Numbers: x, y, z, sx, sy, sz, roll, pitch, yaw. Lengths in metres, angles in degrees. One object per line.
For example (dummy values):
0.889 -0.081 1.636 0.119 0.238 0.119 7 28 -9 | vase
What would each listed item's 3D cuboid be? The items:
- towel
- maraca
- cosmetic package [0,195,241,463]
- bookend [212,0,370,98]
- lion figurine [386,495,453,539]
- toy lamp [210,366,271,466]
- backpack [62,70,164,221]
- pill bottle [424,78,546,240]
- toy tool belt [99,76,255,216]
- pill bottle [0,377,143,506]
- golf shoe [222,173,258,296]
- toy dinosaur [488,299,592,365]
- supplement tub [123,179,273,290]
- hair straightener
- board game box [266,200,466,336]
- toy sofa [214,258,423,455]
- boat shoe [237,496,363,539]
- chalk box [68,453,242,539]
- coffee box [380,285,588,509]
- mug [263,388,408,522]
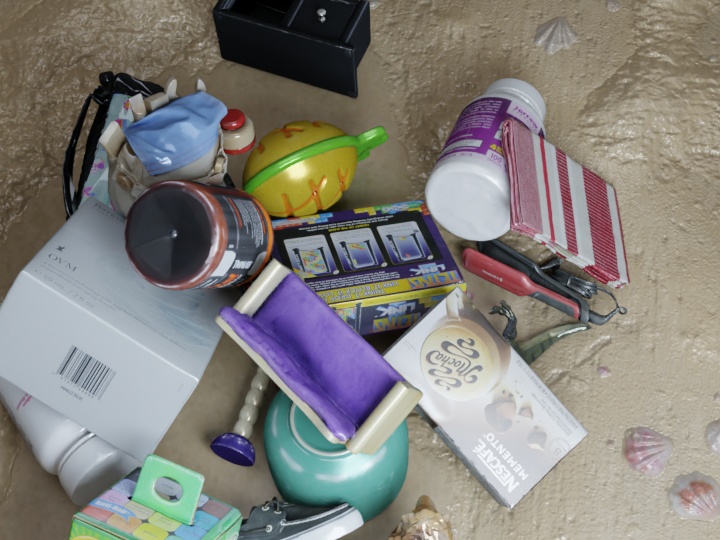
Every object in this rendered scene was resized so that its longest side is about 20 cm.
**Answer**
0.232 -0.073 1.327 0.023 0.199 0.145 -28 49 38 | towel
-0.053 -0.124 1.372 0.199 0.137 0.108 -22 85 -36 | maraca
-0.251 0.054 1.208 0.198 0.123 0.200 33 23 -8 | cosmetic package
-0.061 -0.354 1.545 0.198 0.092 0.200 19 62 13 | bookend
-0.003 0.291 1.139 0.198 0.123 0.073 -20 60 -8 | lion figurine
-0.106 0.114 1.291 0.058 0.058 0.201 16 62 13 | toy lamp
-0.274 -0.109 1.380 0.125 0.167 0.202 9 66 3 | backpack
0.156 -0.138 1.380 0.111 0.113 0.201 16 47 13 | pill bottle
-0.193 -0.146 1.264 0.124 0.124 0.200 28 52 31 | toy tool belt
-0.312 0.144 1.251 0.113 0.114 0.200 -33 63 -16 | pill bottle
-0.163 -0.030 1.370 0.087 0.077 0.202 -17 59 2 | golf shoe
0.156 0.089 1.295 0.199 0.048 0.088 -37 81 -19 | toy dinosaur
-0.153 -0.035 1.197 0.106 0.200 0.108 0 91 16 | supplement tub
0.217 0.004 1.334 0.199 0.041 0.077 24 48 28 | hair straightener
0.000 0.000 1.308 0.198 0.057 0.166 -8 40 -11 | board game box
-0.041 0.081 1.134 0.200 0.098 0.083 43 94 26 | toy sofa
-0.095 0.258 1.163 0.198 0.069 0.057 -19 85 16 | boat shoe
-0.198 0.275 1.100 0.123 0.202 0.124 19 19 15 | chalk box
0.121 0.130 1.201 0.113 0.080 0.200 -41 88 -7 | coffee box
-0.033 0.162 1.222 0.151 0.115 0.186 -28 62 -13 | mug
